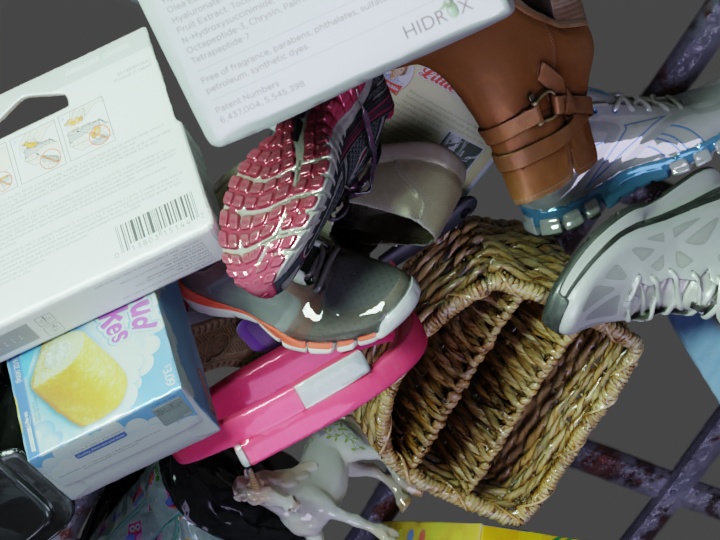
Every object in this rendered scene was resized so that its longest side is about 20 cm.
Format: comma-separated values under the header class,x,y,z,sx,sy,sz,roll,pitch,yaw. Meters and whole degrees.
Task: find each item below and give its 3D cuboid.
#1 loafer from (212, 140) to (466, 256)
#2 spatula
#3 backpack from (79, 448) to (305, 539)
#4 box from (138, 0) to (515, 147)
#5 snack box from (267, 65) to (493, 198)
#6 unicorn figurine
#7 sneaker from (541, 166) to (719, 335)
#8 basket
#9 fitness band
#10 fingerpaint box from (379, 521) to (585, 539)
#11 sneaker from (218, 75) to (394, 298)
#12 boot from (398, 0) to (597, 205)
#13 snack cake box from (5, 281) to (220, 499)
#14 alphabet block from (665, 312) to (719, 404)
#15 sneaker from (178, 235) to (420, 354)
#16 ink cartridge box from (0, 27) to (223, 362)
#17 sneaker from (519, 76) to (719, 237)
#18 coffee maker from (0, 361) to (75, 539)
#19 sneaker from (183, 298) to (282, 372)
class,x,y,z,sx,sy,sz,roll,pitch,yaw
loafer,-0.023,-0.044,1.209,0.198,0.069,0.076,-10,144,25
spatula,0.000,0.000,1.253,0.199,0.021,0.057,-29,146,5
backpack,-0.145,0.228,1.374,0.166,0.127,0.200,27,118,-32
box,-0.037,-0.208,1.022,0.199,0.199,0.172,-23,109,5
snack box,0.016,-0.126,1.215,0.199,0.037,0.116,26,117,-28
unicorn figurine,-0.027,0.172,1.327,0.137,0.200,0.074,35,113,-4
sneaker,0.227,0.008,1.200,0.200,0.115,0.076,-32,152,-31
basket,0.089,0.078,1.288,0.142,0.149,0.201,7,126,-40
fitness band,-0.045,0.082,1.206,0.199,0.144,0.038,-28,101,-1
fingerpaint box,0.125,0.253,1.417,0.166,0.200,0.074,11,79,-20
sneaker,-0.025,-0.064,1.112,0.080,0.201,0.075,-1,142,37
boot,0.086,-0.119,1.158,0.199,0.076,0.157,-26,112,-41
snack cake box,-0.179,0.039,1.160,0.114,0.201,0.067,-26,143,6
alphabet block,0.368,0.055,1.305,0.195,0.197,0.200,-34,139,13
sneaker,-0.055,-0.002,1.167,0.199,0.077,0.082,8,138,30
ink cartridge box,-0.202,-0.048,1.148,0.199,0.177,0.045,-24,148,5
sneaker,0.196,-0.105,1.255,0.199,0.075,0.087,-29,109,0
coffee maker,-0.256,0.108,1.211,0.191,0.201,0.135,23,122,-26
sneaker,-0.129,0.025,1.280,0.199,0.112,0.072,-13,132,-43
